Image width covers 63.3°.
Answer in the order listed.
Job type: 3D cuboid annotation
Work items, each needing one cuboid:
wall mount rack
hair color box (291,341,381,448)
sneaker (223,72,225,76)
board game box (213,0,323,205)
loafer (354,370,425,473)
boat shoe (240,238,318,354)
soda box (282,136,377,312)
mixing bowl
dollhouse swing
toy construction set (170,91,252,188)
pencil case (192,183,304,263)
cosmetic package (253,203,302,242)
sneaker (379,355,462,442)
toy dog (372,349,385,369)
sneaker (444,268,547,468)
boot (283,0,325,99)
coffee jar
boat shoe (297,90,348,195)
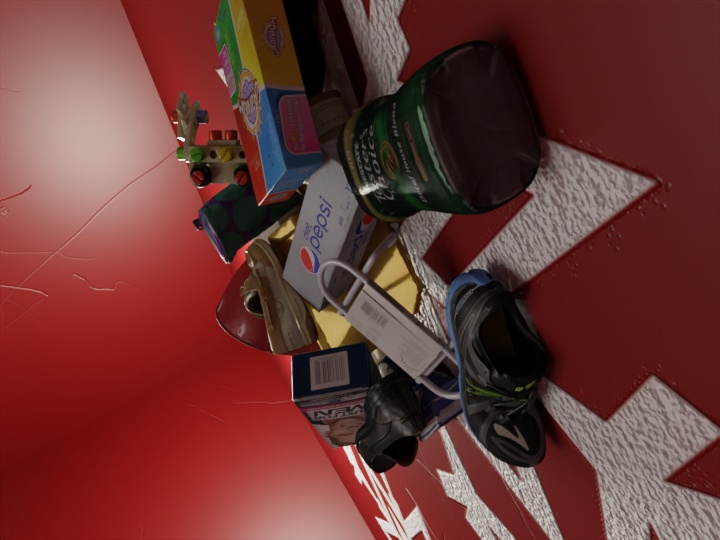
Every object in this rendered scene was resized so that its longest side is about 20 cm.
[{"bbox_3d":[0.038,0.060,0.634,0.199,0.075,0.175,40,139,6],"label":"wall mount rack"},{"bbox_3d":[-0.017,0.171,0.769,0.202,0.096,0.062,69,-167,-56],"label":"hair color box"},{"bbox_3d":[-0.143,-0.252,0.856,0.199,0.068,0.111,34,147,64],"label":"sneaker"},{"bbox_3d":[-0.100,-0.186,0.604,0.152,0.039,0.207,161,94,-69],"label":"board game box"},{"bbox_3d":[0.038,0.209,0.715,0.073,0.071,0.203,55,158,34],"label":"loafer"},{"bbox_3d":[-0.120,0.029,0.751,0.200,0.065,0.076,49,161,49],"label":"boat shoe"},{"bbox_3d":[-0.027,-0.050,0.646,0.068,0.063,0.203,40,138,17],"label":"soda box"},{"bbox_3d":[-0.125,0.033,0.927,0.200,0.194,0.112,44,124,49],"label":"mixing bowl"},{"bbox_3d":[0.000,0.000,0.801,0.205,0.173,0.181,61,-162,5],"label":"dollhouse swing"},{"bbox_3d":[-0.176,-0.182,0.781,0.193,0.092,0.136,6,107,20],"label":"toy construction set"},{"bbox_3d":[-0.144,-0.102,0.855,0.085,0.199,0.093,42,158,22],"label":"pencil case"},{"bbox_3d":[-0.139,-0.090,1.010,0.069,0.107,0.204,5,133,22],"label":"cosmetic package"},{"bbox_3d":[0.074,0.154,0.772,0.117,0.079,0.200,57,165,12],"label":"sneaker"},{"bbox_3d":[0.026,0.183,0.939,0.133,0.094,0.203,54,162,29],"label":"toy dog"},{"bbox_3d":[0.129,0.100,0.528,0.083,0.069,0.206,34,145,66],"label":"sneaker"},{"bbox_3d":[-0.088,-0.266,0.680,0.205,0.072,0.098,93,156,-43],"label":"boot"},{"bbox_3d":[0.047,-0.096,0.461,0.107,0.083,0.199,66,165,-10],"label":"coffee jar"},{"bbox_3d":[-0.051,-0.133,0.716,0.068,0.072,0.200,63,164,11],"label":"boat shoe"}]
